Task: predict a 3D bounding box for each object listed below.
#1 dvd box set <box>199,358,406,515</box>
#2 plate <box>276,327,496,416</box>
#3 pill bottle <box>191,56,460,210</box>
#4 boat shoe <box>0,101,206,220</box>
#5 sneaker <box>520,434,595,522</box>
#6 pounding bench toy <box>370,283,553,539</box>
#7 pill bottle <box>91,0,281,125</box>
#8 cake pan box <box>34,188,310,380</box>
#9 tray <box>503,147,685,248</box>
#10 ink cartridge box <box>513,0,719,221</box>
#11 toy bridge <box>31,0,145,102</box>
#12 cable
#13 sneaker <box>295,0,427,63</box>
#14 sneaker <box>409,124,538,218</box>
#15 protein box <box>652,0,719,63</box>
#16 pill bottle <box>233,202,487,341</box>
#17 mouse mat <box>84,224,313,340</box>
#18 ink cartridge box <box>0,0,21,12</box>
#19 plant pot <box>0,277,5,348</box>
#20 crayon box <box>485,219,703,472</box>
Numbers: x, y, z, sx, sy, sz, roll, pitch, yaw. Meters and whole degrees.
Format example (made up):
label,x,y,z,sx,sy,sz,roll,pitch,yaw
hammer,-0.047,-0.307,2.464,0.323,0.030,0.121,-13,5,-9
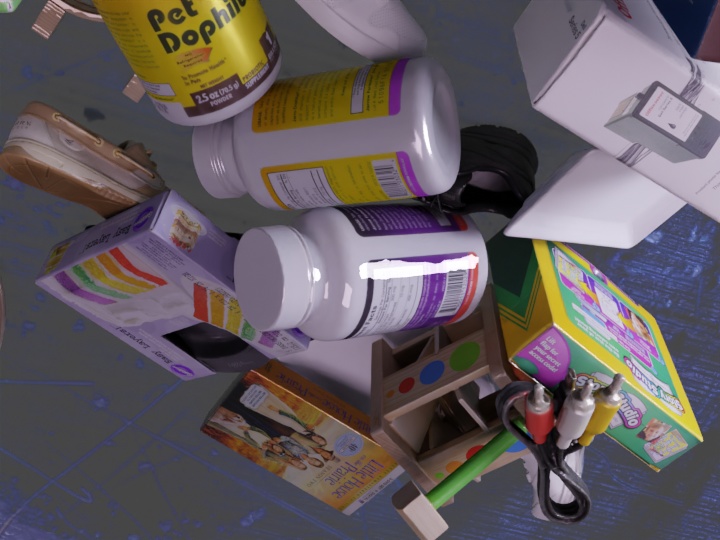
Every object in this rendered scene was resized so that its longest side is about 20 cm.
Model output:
label,x,y,z,sx,sy,sz,roll,pitch,yaw
dvd box set,-0.059,0.181,0.976,0.200,0.029,0.146,33,133,-10
plate,0.023,0.090,0.943,0.199,0.032,0.200,-17,124,12
pill bottle,-0.028,-0.103,0.713,0.199,0.104,0.105,-4,127,21
boat shoe,-0.211,-0.084,0.794,0.074,0.069,0.200,-9,154,41
sneaker,0.208,0.192,1.000,0.087,0.075,0.201,10,120,9
pounding bench toy,0.107,0.138,0.832,0.156,0.200,0.124,-29,121,21
pill bottle,-0.139,-0.210,0.644,0.109,0.110,0.200,-15,135,12
cake pan box,-0.164,0.025,0.828,0.184,0.052,0.200,-15,137,39
tray,0.214,-0.063,0.778,0.199,0.022,0.107,3,141,-43
ink cartridge box,0.223,-0.141,0.690,0.199,0.146,0.084,27,123,-17
toy bridge,-0.174,-0.173,0.758,0.200,0.027,0.067,35,117,-21
cable,0.161,0.157,0.761,0.097,0.050,0.201,-4,125,-1
sneaker,-0.002,-0.245,0.674,0.200,0.074,0.116,36,122,-21
sneaker,0.058,-0.091,0.774,0.199,0.091,0.076,7,127,-1
protein box,0.283,-0.257,0.580,0.134,0.199,0.201,7,126,-4
pill bottle,0.000,0.000,0.764,0.199,0.112,0.112,-5,133,-35
mouse mat,-0.147,0.014,0.857,0.199,0.008,0.161,5,143,17
ink cartridge box,-0.279,-0.248,0.601,0.145,0.200,0.084,0,129,2
plant pot,-0.477,0.041,0.845,0.199,0.188,0.188,-1,127,20
crayon box,0.209,0.062,0.830,0.200,0.173,0.058,36,119,-22
